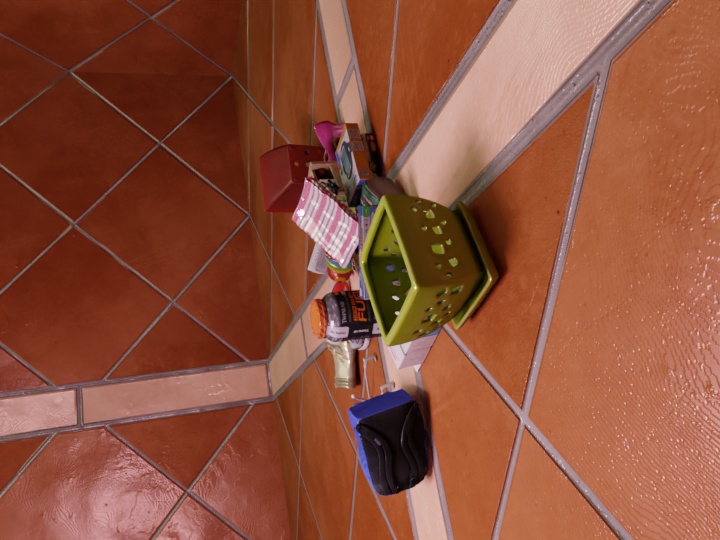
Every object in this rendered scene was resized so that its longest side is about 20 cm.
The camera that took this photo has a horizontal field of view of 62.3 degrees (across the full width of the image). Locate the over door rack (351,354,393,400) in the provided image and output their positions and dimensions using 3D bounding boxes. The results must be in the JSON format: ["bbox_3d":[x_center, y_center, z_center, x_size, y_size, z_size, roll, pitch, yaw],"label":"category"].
[{"bbox_3d":[0.027,0.352,1.604,0.148,0.066,0.203,-129,38,-58],"label":"over door rack"}]

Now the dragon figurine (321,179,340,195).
[{"bbox_3d":[-0.054,-0.136,1.523,0.201,0.099,0.059,52,169,-4],"label":"dragon figurine"}]

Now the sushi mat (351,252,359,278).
[{"bbox_3d":[0.000,0.000,1.543,0.200,0.012,0.097,59,-164,-61],"label":"sushi mat"}]

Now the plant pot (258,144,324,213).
[{"bbox_3d":[-0.207,-0.316,1.985,0.176,0.198,0.203,-28,67,57],"label":"plant pot"}]

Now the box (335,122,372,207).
[{"bbox_3d":[-0.017,-0.258,1.515,0.119,0.041,0.202,117,146,-57],"label":"box"}]

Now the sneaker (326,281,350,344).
[{"bbox_3d":[-0.050,0.120,1.758,0.085,0.076,0.203,-30,49,51],"label":"sneaker"}]

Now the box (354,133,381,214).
[{"bbox_3d":[0.015,-0.233,1.548,0.137,0.039,0.203,141,122,-67],"label":"box"}]

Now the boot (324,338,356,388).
[{"bbox_3d":[-0.062,0.285,1.843,0.199,0.072,0.158,172,97,-66],"label":"boot"}]

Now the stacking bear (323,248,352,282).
[{"bbox_3d":[-0.054,-0.036,1.705,0.201,0.120,0.115,103,162,-59],"label":"stacking bear"}]

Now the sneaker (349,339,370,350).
[{"bbox_3d":[-0.013,0.165,1.653,0.201,0.084,0.078,114,146,-56],"label":"sneaker"}]

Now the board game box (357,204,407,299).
[{"bbox_3d":[0.063,-0.043,1.302,0.034,0.133,0.203,-153,60,-69],"label":"board game box"}]

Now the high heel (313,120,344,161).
[{"bbox_3d":[-0.111,-0.372,1.803,0.200,0.095,0.068,120,141,-59],"label":"high heel"}]

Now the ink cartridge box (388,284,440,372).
[{"bbox_3d":[0.103,0.134,1.313,0.201,0.066,0.117,107,146,-47],"label":"ink cartridge box"}]

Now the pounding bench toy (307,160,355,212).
[{"bbox_3d":[-0.086,-0.197,1.725,0.202,0.122,0.157,104,154,-43],"label":"pounding bench toy"}]

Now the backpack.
[{"bbox_3d":[0.069,0.389,1.359,0.168,0.160,0.203,-155,49,-79],"label":"backpack"}]

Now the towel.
[{"bbox_3d":[-0.081,-0.115,1.446,0.200,0.030,0.147,43,133,19],"label":"towel"}]

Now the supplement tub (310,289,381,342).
[{"bbox_3d":[-0.019,0.111,1.479,0.122,0.197,0.125,175,90,-71],"label":"supplement tub"}]

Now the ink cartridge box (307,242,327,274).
[{"bbox_3d":[-0.117,-0.092,1.862,0.173,0.043,0.203,3,75,71],"label":"ink cartridge box"}]

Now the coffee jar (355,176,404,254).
[{"bbox_3d":[0.039,-0.114,1.421,0.104,0.084,0.202,49,143,36],"label":"coffee jar"}]

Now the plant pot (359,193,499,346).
[{"bbox_3d":[0.122,-0.003,1.062,0.200,0.179,0.202,112,148,-52],"label":"plant pot"}]
